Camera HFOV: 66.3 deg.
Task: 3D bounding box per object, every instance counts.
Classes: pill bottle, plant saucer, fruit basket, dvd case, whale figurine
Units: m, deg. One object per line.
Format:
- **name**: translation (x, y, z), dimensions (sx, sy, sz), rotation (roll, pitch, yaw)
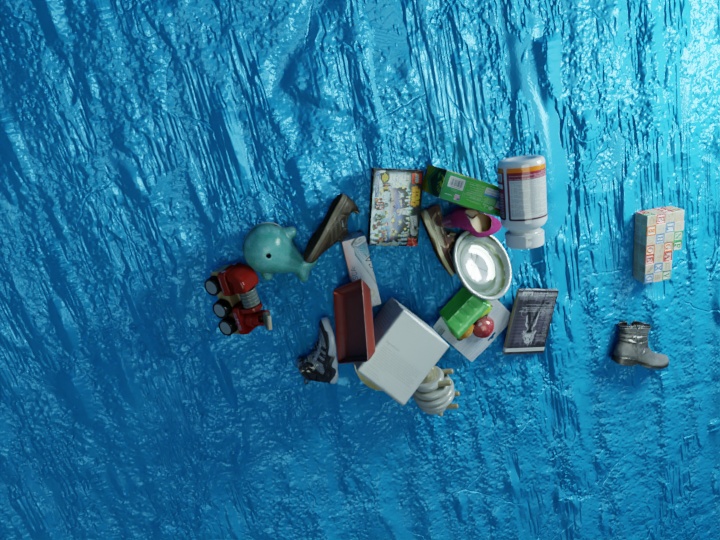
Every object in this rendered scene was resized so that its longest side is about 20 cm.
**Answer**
- **pill bottle**: translation (0.379, -0.160, 1.288), dimensions (0.107, 0.110, 0.204), rotation (-10, 106, -5)
- **plant saucer**: translation (0.322, -0.012, 1.502), dimensions (0.197, 0.050, 0.204), rotation (10, 68, -25)
- **fruit basket**: translation (0.324, 0.145, 1.580), dimensions (0.186, 0.094, 0.199), rotation (-47, 124, 7)
- **plant saucer**: translation (-0.015, 0.136, 1.425), dimensions (0.036, 0.200, 0.204), rotation (-1, 80, -23)
- **dvd case**: translation (0.498, 0.150, 1.617), dimensions (0.146, 0.016, 0.204), rotation (1, 107, -24)
- **whale figurine**: translation (-0.206, -0.036, 1.416), dimensions (0.198, 0.104, 0.160), rotation (30, 101, -19)

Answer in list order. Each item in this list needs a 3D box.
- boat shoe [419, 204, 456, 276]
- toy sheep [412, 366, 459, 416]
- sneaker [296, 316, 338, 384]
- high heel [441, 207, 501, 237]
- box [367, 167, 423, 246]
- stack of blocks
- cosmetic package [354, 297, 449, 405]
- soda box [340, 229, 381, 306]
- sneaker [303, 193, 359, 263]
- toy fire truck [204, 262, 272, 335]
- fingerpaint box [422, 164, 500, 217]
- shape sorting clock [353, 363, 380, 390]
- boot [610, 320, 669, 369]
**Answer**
- **boat shoe**: translation (0.227, -0.083, 1.488), dimensions (0.071, 0.072, 0.202), rotation (-26, 104, 2)
- **toy sheep**: translation (0.214, 0.349, 1.595), dimensions (0.136, 0.138, 0.203), rotation (-19, 115, -2)
- **sneaker**: translation (-0.124, 0.230, 1.530), dimensions (0.112, 0.076, 0.204), rotation (-8, 111, -9)
- **high heel**: translation (0.315, -0.128, 1.450), dimensions (0.197, 0.096, 0.069), rotation (-2, 83, -29)
- **box**: translation (0.091, -0.166, 1.454), dimensions (0.134, 0.040, 0.204), rotation (-1, 108, -10)
- **stack of blocks**: translation (0.858, -0.074, 1.593), dimensions (0.113, 0.059, 0.204), rotation (-9, 109, -6)
- **cosmetic package**: translation (0.098, 0.211, 1.479), dimensions (0.166, 0.167, 0.201), rotation (37, 93, -11)
- **soda box**: translation (0.000, 0.000, 1.482), dimensions (0.067, 0.064, 0.203), rotation (-15, 110, -3)
- **sneaker**: translation (-0.070, -0.096, 1.416), dimensions (0.075, 0.070, 0.202), rotation (33, 84, -23)
- **toy fire truck**: translation (-0.281, 0.079, 1.382), dimensions (0.197, 0.129, 0.179), rotation (-3, 112, 29)
- **fingerpaint box**: translation (0.271, -0.200, 1.403), dimensions (0.197, 0.167, 0.075), rotation (15, 102, -14)
- **shape sorting clock**: translation (0.076, 0.247, 1.586), dimensions (0.196, 0.039, 0.204), rotation (-1, 98, -8)
- **boot**: translation (0.873, 0.226, 1.692), dimensions (0.196, 0.070, 0.134), rotation (5, 102, -15)
